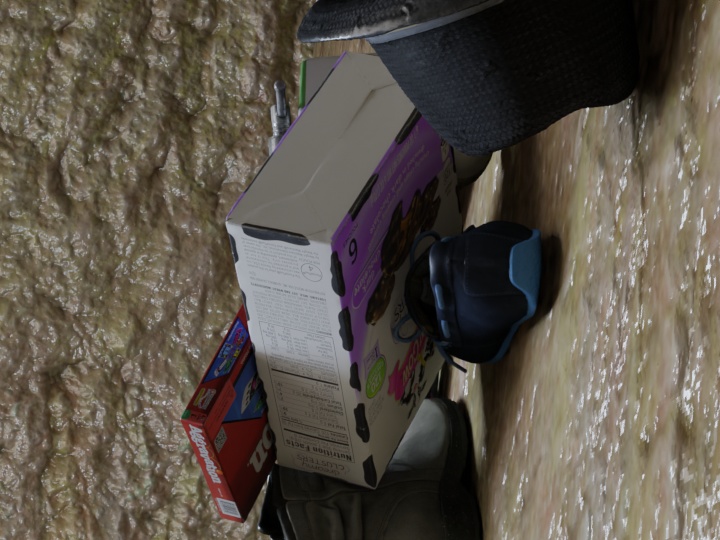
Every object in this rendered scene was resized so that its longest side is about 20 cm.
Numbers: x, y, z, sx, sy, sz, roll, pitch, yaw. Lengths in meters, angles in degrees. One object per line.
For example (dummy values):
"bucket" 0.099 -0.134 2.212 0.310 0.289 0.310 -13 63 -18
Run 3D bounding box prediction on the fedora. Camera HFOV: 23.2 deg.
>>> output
"fedora" 0.067 -0.109 0.792 0.201 0.199 0.092 -109 -4 -77

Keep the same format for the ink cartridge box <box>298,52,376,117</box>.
"ink cartridge box" 0.004 -0.041 1.318 0.145 0.083 0.201 -91 -5 -55

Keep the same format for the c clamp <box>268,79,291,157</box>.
"c clamp" -0.052 -0.022 1.284 0.171 0.027 0.202 69 -164 -83

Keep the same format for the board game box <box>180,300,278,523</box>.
"board game box" -0.049 0.044 1.079 0.103 0.019 0.201 76 -147 -49

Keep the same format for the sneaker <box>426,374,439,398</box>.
"sneaker" 0.031 0.119 1.239 0.082 0.070 0.202 -152 65 -66

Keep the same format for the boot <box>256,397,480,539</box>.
"boot" 0.002 0.132 1.106 0.200 0.129 0.068 -96 15 -66

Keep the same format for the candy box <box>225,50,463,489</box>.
"candy box" 0.000 0.000 1.056 0.201 0.071 0.168 80 -150 -41

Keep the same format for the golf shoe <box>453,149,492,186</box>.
"golf shoe" 0.063 -0.152 1.130 0.092 0.072 0.202 111 165 -62

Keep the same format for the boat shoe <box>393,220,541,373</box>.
"boat shoe" 0.057 0.004 1.002 0.200 0.068 0.085 104 170 -72
